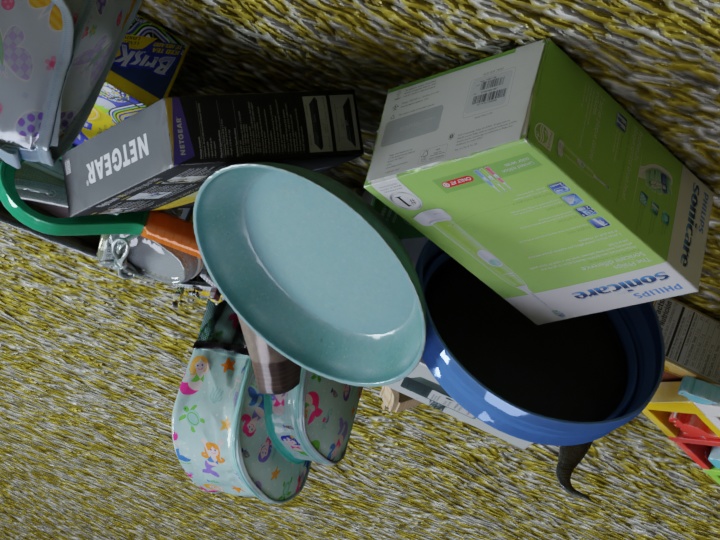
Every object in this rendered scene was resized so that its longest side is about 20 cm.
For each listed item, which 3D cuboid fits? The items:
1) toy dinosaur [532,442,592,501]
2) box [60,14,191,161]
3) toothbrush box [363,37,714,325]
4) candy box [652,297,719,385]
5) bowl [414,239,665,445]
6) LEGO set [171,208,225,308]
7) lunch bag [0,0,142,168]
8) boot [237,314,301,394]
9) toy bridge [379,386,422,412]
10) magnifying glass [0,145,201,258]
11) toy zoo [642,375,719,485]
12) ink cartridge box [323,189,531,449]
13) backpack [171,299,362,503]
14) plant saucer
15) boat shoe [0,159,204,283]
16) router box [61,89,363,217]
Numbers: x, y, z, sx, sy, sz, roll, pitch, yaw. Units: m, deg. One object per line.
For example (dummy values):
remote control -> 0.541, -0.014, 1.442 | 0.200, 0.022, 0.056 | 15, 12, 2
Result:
toy dinosaur -> 0.156, 0.096, 1.820 | 0.102, 0.077, 0.200 | 0, -139, -44
box -> -0.203, -0.138, 1.712 | 0.070, 0.065, 0.200 | 29, 160, -17
toothbrush box -> 0.124, -0.055, 1.518 | 0.145, 0.087, 0.200 | -15, 139, 42
candy box -> 0.294, 0.093, 1.791 | 0.199, 0.057, 0.117 | 27, 160, -8
bowl -> 0.127, 0.042, 1.630 | 0.200, 0.201, 0.039 | 25, 135, -7
LEGO set -> -0.135, -0.006, 1.895 | 0.199, 0.117, 0.154 | 10, 156, 32
lunch bag -> -0.240, -0.179, 1.450 | 0.168, 0.201, 0.127 | 20, 160, 9
boot -> -0.057, 0.009, 1.782 | 0.070, 0.147, 0.200 | 0, -167, 7
toy bridge -> 0.044, 0.059, 1.854 | 0.027, 0.067, 0.201 | 58, 148, 28
magnifying glass -> -0.188, -0.045, 1.736 | 0.199, 0.080, 0.022 | 20, 142, -10
toy zoo -> 0.305, 0.133, 1.769 | 0.131, 0.021, 0.200 | 3, 152, 42
ink cartridge box -> 0.077, 0.028, 1.722 | 0.199, 0.147, 0.083 | 24, 159, -8
backpack -> -0.085, 0.109, 2.015 | 0.150, 0.201, 0.178 | 12, 157, 26
plant saucer -> -0.029, -0.005, 1.585 | 0.199, 0.036, 0.201 | 25, 141, 21
boat shoe -> -0.222, -0.037, 1.777 | 0.201, 0.065, 0.075 | 28, 143, -3
router box -> -0.114, -0.086, 1.656 | 0.156, 0.053, 0.200 | -5, 174, -31
